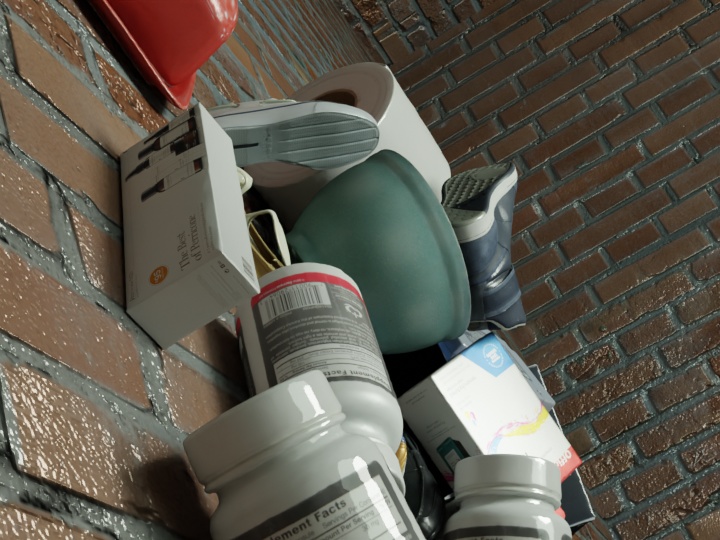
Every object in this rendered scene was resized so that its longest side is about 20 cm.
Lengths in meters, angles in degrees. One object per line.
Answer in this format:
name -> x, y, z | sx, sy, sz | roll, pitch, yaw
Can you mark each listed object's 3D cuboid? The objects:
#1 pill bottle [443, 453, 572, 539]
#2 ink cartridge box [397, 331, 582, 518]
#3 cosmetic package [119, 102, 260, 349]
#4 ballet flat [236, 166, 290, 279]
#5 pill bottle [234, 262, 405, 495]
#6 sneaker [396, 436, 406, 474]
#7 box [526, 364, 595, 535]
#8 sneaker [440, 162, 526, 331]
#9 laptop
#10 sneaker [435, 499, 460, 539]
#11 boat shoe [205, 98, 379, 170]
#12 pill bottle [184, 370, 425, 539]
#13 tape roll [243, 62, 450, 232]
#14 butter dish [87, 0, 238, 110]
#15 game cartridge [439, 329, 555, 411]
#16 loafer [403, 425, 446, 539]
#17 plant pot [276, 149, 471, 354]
pill bottle -> 0.125, 0.266, 0.957 | 0.113, 0.112, 0.202 | 45, 44, -55
ink cartridge box -> 0.138, 0.176, 1.105 | 0.116, 0.067, 0.201 | -29, 82, -46
cosmetic package -> -0.132, -0.040, 0.832 | 0.051, 0.082, 0.201 | 49, 15, -37
ballet flat -> -0.111, -0.052, 1.012 | 0.201, 0.063, 0.069 | 61, 12, 3
pill bottle -> -0.030, 0.098, 0.864 | 0.111, 0.110, 0.201 | 50, 14, -43
sneaker -> -0.025, 0.121, 0.991 | 0.088, 0.075, 0.201 | 89, -22, -53
box -> 0.198, 0.243, 1.412 | 0.149, 0.106, 0.201 | 92, -21, -68
sneaker -> 0.130, -0.020, 1.157 | 0.202, 0.076, 0.147 | -54, 132, -58
laptop -> 0.092, 0.154, 1.276 | 0.188, 0.115, 0.200 | 64, 17, 15
sneaker -> 0.112, 0.304, 1.132 | 0.115, 0.072, 0.200 | 63, 20, -6
boat shoe -> -0.080, -0.146, 1.120 | 0.067, 0.198, 0.074 | -120, -145, -45
pill bottle -> -0.019, 0.170, 0.668 | 0.201, 0.113, 0.113 | 62, 10, 9
tape roll -> -0.015, -0.119, 1.279 | 0.139, 0.202, 0.203 | 52, 13, -34
butter dish -> -0.179, -0.288, 1.097 | 0.201, 0.147, 0.200 | 56, 12, -25
game cartridge -> 0.140, 0.101, 1.284 | 0.200, 0.042, 0.134 | 33, 19, -42
loafer -> 0.031, 0.194, 1.036 | 0.070, 0.068, 0.201 | 49, 8, -15
plant pot -> 0.000, 0.000, 1.098 | 0.201, 0.133, 0.201 | 55, -21, 32
